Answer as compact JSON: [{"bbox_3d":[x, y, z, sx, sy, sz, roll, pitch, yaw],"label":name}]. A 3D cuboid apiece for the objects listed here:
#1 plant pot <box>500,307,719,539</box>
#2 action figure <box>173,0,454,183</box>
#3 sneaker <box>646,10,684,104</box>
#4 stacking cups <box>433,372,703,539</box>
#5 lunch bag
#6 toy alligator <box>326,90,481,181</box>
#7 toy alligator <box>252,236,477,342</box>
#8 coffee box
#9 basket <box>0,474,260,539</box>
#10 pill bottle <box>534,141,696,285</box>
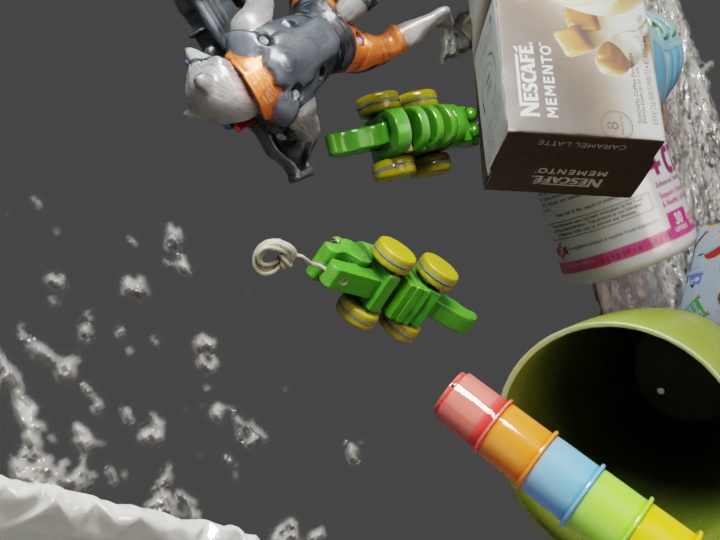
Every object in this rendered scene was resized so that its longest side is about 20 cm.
[{"bbox_3d":[0.226,0.104,0.998,0.200,0.186,0.188,-27,98,-59],"label":"plant pot"},{"bbox_3d":[-0.050,-0.170,0.830,0.194,0.104,0.200,-47,107,-26],"label":"action figure"},{"bbox_3d":[0.223,-0.217,1.123,0.131,0.079,0.201,-47,131,-42],"label":"sneaker"},{"bbox_3d":[0.137,0.147,0.899,0.199,0.061,0.060,35,47,12],"label":"stacking cups"},{"bbox_3d":[0.379,0.046,1.217,0.200,0.075,0.161,48,48,-25],"label":"lunch bag"},{"bbox_3d":[0.059,-0.103,0.948,0.199,0.054,0.060,-10,86,-45],"label":"toy alligator"},{"bbox_3d":[0.000,0.000,0.878,0.199,0.059,0.054,19,24,-38],"label":"toy alligator"},{"bbox_3d":[0.140,-0.160,0.922,0.113,0.080,0.201,3,64,-8],"label":"coffee box"},{"bbox_3d":[-0.168,0.204,0.577,0.199,0.160,0.200,22,64,-37],"label":"basket"},{"bbox_3d":[0.186,-0.099,1.039,0.113,0.113,0.201,-24,95,-45],"label":"pill bottle"}]
